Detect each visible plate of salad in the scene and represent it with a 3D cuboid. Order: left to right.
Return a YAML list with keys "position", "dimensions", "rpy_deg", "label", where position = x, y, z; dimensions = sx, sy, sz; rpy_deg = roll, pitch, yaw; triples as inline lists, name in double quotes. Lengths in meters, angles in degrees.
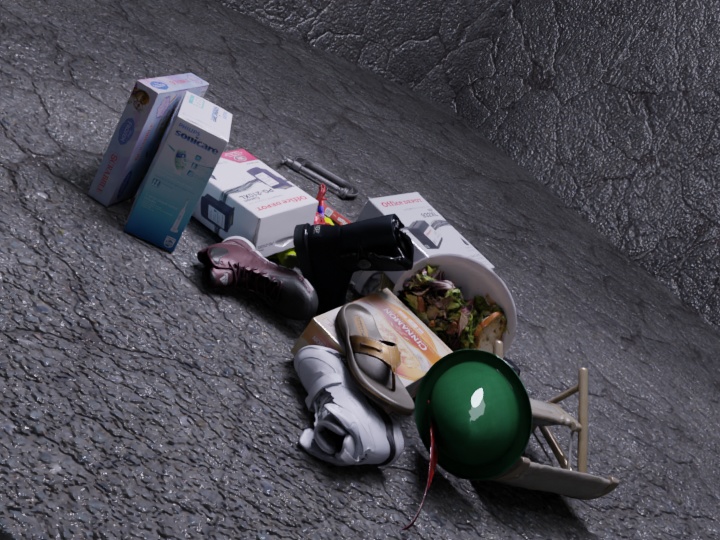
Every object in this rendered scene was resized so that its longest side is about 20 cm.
- position: [0.137, 0.073, 1.330]
  dimensions: [0.200, 0.201, 0.048]
  rpy_deg: [34, 27, 6]
  label: "plate of salad"

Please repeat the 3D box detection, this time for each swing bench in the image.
- position: [0.246, 0.236, 1.283]
  dimensions: [0.198, 0.130, 0.201]
  rpy_deg: [20, 47, -32]
  label: "swing bench"

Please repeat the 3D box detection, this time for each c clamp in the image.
- position: [-0.093, -0.214, 2.019]
  dimensions: [0.199, 0.027, 0.171]
  rpy_deg: [27, 15, -9]
  label: "c clamp"

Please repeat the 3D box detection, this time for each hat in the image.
- position: [0.117, 0.192, 1.104]
  dimensions: [0.176, 0.165, 0.201]
  rpy_deg: [18, 46, -61]
  label: "hat"

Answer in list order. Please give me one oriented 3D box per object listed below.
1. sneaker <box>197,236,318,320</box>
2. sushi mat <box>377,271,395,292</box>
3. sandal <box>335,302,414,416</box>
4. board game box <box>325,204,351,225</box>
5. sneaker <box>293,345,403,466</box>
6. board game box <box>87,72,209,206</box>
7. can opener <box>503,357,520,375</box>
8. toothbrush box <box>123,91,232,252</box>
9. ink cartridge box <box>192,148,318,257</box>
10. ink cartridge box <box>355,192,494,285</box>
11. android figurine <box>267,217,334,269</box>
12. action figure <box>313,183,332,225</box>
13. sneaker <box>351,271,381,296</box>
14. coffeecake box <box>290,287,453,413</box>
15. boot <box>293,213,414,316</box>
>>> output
- position: [-0.166, 0.022, 1.296]
  dimensions: [0.200, 0.076, 0.115]
  rpy_deg: [31, 24, 26]
  label: "sneaker"
- position: [0.062, 0.083, 1.413]
  dimensions: [0.095, 0.012, 0.201]
  rpy_deg: [27, 51, -19]
  label: "sushi mat"
- position: [0.023, 0.106, 1.151]
  dimensions: [0.081, 0.055, 0.200]
  rpy_deg: [20, 32, -30]
  label: "sandal"
- position: [0.005, -0.055, 1.669]
  dimensions: [0.103, 0.019, 0.200]
  rpy_deg: [38, -2, 32]
  label: "board game box"
- position: [-0.039, 0.169, 1.107]
  dimensions: [0.200, 0.075, 0.115]
  rpy_deg: [47, 22, 28]
  label: "sneaker"
- position: [-0.334, -0.213, 1.391]
  dimensions: [0.041, 0.201, 0.200]
  rpy_deg: [31, 19, 3]
  label: "board game box"
- position: [0.175, 0.154, 1.490]
  dimensions: [0.199, 0.079, 0.063]
  rpy_deg: [25, 9, 19]
  label: "can opener"
- position: [-0.275, -0.153, 1.334]
  dimensions: [0.085, 0.200, 0.147]
  rpy_deg: [26, 21, -17]
  label: "toothbrush box"
- position: [-0.191, -0.115, 1.467]
  dimensions: [0.200, 0.085, 0.144]
  rpy_deg: [35, 35, 27]
  label: "ink cartridge box"
- position: [0.100, -0.033, 1.448]
  dimensions: [0.200, 0.084, 0.145]
  rpy_deg: [46, 33, 23]
  label: "ink cartridge box"
- position: [-0.126, -0.070, 1.553]
  dimensions: [0.181, 0.041, 0.200]
  rpy_deg: [2, 34, -26]
  label: "android figurine"
- position: [-0.105, -0.134, 1.531]
  dimensions: [0.200, 0.099, 0.065]
  rpy_deg: [39, 24, 24]
  label: "action figure"
- position: [0.031, 0.029, 1.521]
  dimensions: [0.200, 0.075, 0.115]
  rpy_deg: [38, 20, 13]
  label: "sneaker"
- position: [0.022, 0.120, 1.262]
  dimensions: [0.154, 0.073, 0.200]
  rpy_deg: [44, 31, 17]
  label: "coffeecake box"
- position: [0.000, 0.000, 1.333]
  dimensions: [0.167, 0.201, 0.077]
  rpy_deg: [-3, 45, 12]
  label: "boot"
